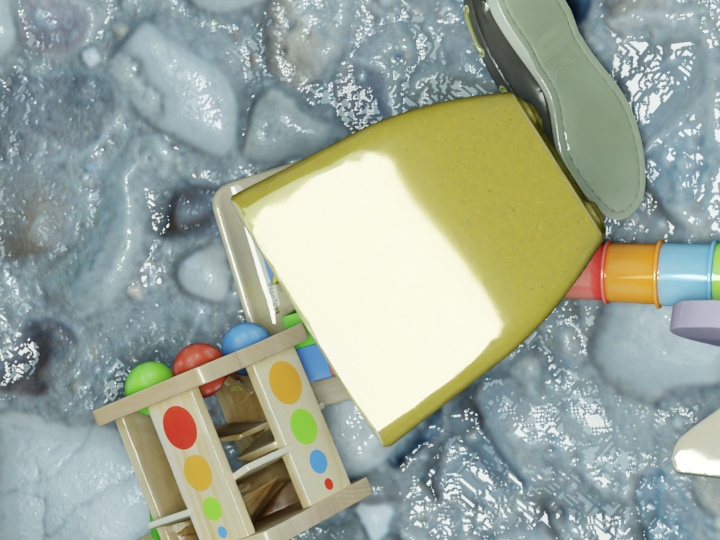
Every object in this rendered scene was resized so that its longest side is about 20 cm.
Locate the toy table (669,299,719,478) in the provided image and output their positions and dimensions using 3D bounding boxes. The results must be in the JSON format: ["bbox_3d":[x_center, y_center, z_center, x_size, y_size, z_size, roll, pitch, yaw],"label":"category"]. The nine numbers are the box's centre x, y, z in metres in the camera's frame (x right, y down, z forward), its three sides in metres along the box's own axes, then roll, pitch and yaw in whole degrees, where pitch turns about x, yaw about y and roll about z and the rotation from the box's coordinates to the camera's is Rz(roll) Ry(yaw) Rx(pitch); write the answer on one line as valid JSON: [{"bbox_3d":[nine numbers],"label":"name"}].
[{"bbox_3d":[0.311,0.093,1.511,0.199,0.184,0.118,4,81,22],"label":"toy table"}]

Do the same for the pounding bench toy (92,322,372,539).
[{"bbox_3d":[-0.125,0.138,1.643,0.200,0.124,0.157,-23,89,40],"label":"pounding bench toy"}]

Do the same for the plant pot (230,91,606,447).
[{"bbox_3d":[0.059,-0.020,1.504,0.200,0.194,0.196,-32,88,8],"label":"plant pot"}]

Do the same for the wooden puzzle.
[{"bbox_3d":[0.000,0.000,1.637,0.199,0.046,0.186,-16,92,16],"label":"wooden puzzle"}]

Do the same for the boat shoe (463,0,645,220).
[{"bbox_3d":[0.141,-0.127,1.579,0.061,0.072,0.202,-9,110,60],"label":"boat shoe"}]

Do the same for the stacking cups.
[{"bbox_3d":[0.236,0.008,1.571,0.199,0.060,0.061,-1,96,18],"label":"stacking cups"}]
